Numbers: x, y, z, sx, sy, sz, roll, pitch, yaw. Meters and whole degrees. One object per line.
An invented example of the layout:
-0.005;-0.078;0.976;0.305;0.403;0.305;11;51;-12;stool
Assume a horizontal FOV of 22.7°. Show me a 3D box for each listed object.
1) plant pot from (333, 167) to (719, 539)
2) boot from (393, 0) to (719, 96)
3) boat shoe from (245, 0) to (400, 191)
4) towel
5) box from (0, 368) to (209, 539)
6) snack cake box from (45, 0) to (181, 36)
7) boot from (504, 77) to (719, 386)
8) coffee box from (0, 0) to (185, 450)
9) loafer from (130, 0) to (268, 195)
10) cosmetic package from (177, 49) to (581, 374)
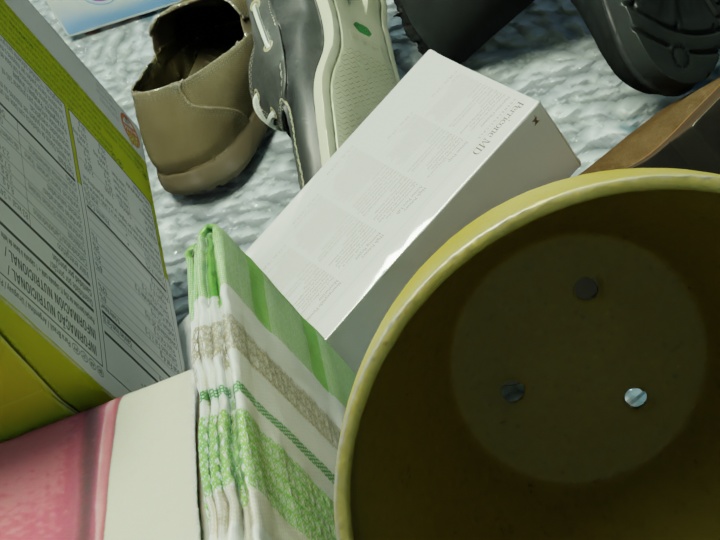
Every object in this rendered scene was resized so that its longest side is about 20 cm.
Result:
0.087;0.051;0.621;0.199;0.201;0.142;-26;14;4;plant pot
0.084;-0.147;0.880;0.162;0.073;0.199;-32;64;45;boot
-0.021;-0.092;0.902;0.067;0.072;0.201;-28;54;29;boat shoe
-0.015;0.091;0.649;0.031;0.149;0.200;-30;37;14;towel
-0.120;0.144;0.668;0.199;0.128;0.109;-21;40;9;box
-0.100;-0.228;1.108;0.199;0.067;0.115;-15;42;16;snack cake box
0.111;-0.020;0.773;0.200;0.074;0.075;-35;12;-4;boot
-0.206;0.000;0.727;0.199;0.200;0.198;-22;57;10;coffee box
-0.070;-0.130;0.982;0.076;0.068;0.200;-8;43;24;loafer
0.000;0.000;0.792;0.200;0.051;0.082;-48;40;-7;cosmetic package
